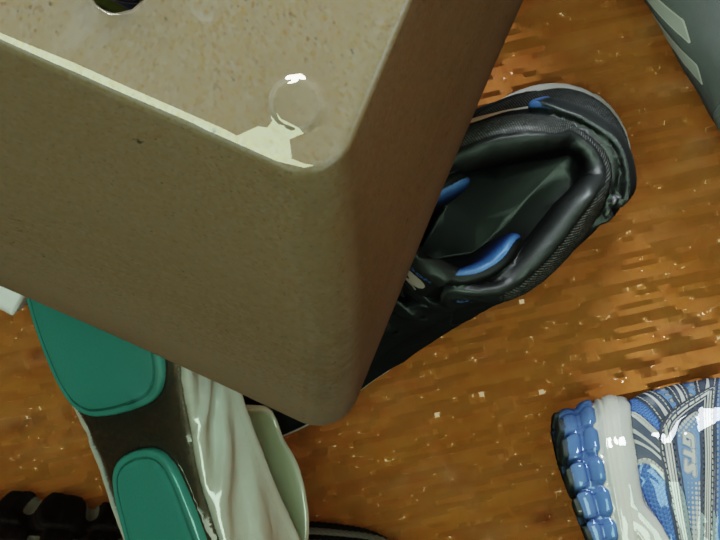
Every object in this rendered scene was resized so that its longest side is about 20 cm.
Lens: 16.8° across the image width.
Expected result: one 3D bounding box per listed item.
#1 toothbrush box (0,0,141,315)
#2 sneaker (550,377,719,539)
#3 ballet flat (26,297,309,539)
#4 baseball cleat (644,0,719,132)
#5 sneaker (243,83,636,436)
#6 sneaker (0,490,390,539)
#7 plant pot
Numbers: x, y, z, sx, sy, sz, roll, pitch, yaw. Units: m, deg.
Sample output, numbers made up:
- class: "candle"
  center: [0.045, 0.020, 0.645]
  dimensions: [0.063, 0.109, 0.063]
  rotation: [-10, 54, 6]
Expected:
- class: "toothbrush box"
  center: [-0.132, -0.109, 0.835]
  dimensions: [0.145, 0.086, 0.201]
  rotation: [26, 97, 0]
- class: "sneaker"
  center: [0.138, 0.129, 0.842]
  dimensions: [0.085, 0.077, 0.201]
  rotation: [-22, 94, 3]
- class: "ballet flat"
  center: [-0.059, 0.043, 0.801]
  dimensions: [0.069, 0.069, 0.201]
  rotation: [-17, 95, 7]
- class: "baseball cleat"
  center: [0.109, -0.120, 0.825]
  dimensions: [0.070, 0.106, 0.201]
  rotation: [-35, 120, -20]
- class: "sneaker"
  center: [0.000, 0.000, 0.821]
  dimensions: [0.199, 0.112, 0.073]
  rotation: [-34, 91, 8]
- class: "sneaker"
  center: [-0.082, 0.146, 0.866]
  dimensions: [0.198, 0.076, 0.117]
  rotation: [6, 100, 4]
- class: "plant pot"
  center: [-0.050, -0.094, 0.680]
  dimensions: [0.199, 0.177, 0.201]
  rotation: [24, 79, -1]
